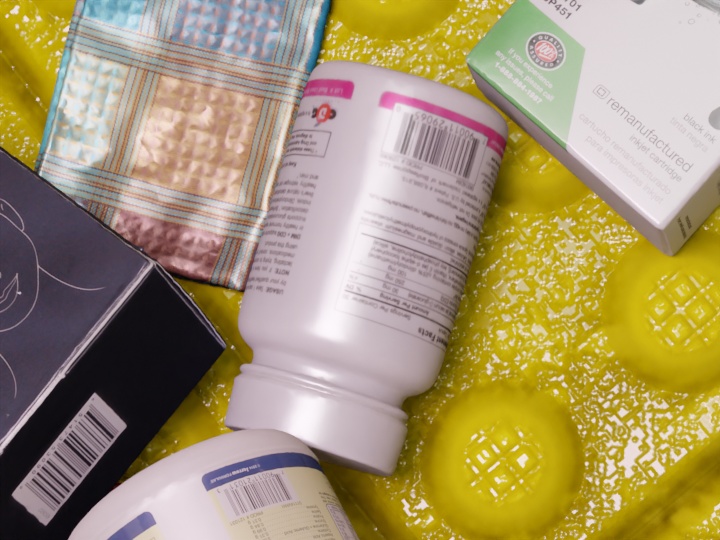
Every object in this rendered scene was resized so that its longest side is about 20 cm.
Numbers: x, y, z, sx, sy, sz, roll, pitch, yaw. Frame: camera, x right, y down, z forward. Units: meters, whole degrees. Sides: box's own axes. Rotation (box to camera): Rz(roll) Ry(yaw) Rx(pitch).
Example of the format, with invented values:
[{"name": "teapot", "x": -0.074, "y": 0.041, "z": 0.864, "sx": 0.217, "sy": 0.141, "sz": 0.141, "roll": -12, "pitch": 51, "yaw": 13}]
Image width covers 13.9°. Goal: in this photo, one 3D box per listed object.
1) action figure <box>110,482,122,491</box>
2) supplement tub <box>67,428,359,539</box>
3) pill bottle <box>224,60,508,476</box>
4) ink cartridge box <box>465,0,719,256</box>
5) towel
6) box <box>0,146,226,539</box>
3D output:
[{"name": "action figure", "x": -0.078, "y": 0.156, "z": 1.586, "sx": 0.199, "sy": 0.052, "sz": 0.066, "roll": 22, "pitch": 90, "yaw": 10}, {"name": "supplement tub", "x": -0.048, "y": 0.197, "z": 1.465, "sx": 0.144, "sy": 0.145, "sz": 0.201, "roll": -30, "pitch": 69, "yaw": 4}, {"name": "pill bottle", "x": 0.000, "y": 0.000, "z": 1.565, "sx": 0.113, "sy": 0.113, "sz": 0.201, "roll": 15, "pitch": 83, "yaw": 13}, {"name": "ink cartridge box", "x": 0.176, "y": -0.133, "z": 1.571, "sx": 0.146, "sy": 0.083, "sz": 0.200, "roll": 41, "pitch": 89, "yaw": 14}, {"name": "towel", "x": -0.102, "y": -0.099, "z": 1.649, "sx": 0.146, "sy": 0.022, "sz": 0.201, "roll": 12, "pitch": 83, "yaw": 13}, {"name": "box", "x": -0.216, "y": 0.043, "z": 1.552, "sx": 0.196, "sy": 0.124, "sz": 0.200, "roll": 35, "pitch": 81, "yaw": 27}]
